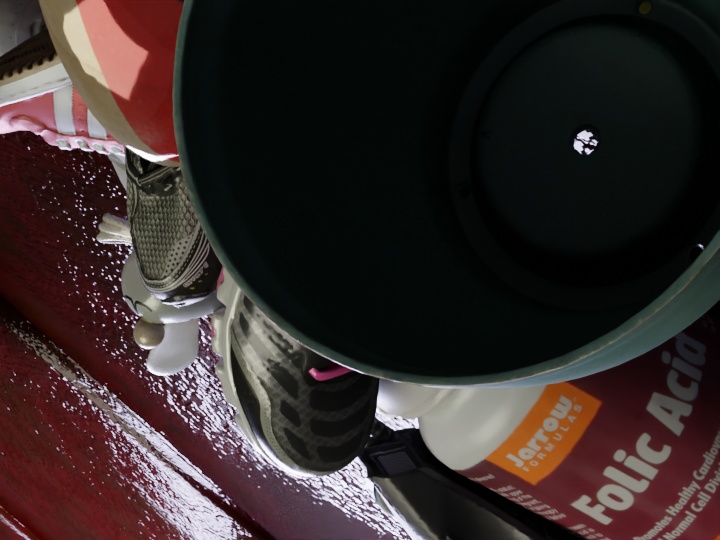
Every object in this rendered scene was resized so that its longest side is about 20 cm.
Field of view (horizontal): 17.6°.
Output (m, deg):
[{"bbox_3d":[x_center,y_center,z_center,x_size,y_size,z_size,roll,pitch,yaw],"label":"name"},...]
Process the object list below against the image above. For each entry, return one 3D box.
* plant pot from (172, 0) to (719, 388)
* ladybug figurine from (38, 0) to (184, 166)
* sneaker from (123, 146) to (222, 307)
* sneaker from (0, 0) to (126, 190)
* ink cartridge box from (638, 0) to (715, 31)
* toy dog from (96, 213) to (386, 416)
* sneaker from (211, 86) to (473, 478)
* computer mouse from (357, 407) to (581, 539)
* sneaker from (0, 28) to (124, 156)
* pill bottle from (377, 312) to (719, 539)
[{"bbox_3d":[0.057,-0.054,0.746,0.199,0.201,0.134,26,-179,26],"label":"plant pot"},{"bbox_3d":[-0.061,-0.134,0.886,0.072,0.135,0.202,3,106,44],"label":"ladybug figurine"},{"bbox_3d":[-0.089,-0.084,0.966,0.078,0.202,0.085,-13,172,39],"label":"sneaker"},{"bbox_3d":[-0.120,-0.101,1.161,0.199,0.078,0.099,34,152,-13],"label":"sneaker"},{"bbox_3d":[0.131,-0.094,0.822,0.197,0.047,0.200,2,136,53],"label":"ink cartridge box"},{"bbox_3d":[-0.057,0.050,1.232,0.199,0.097,0.132,21,178,-27],"label":"toy dog"},{"bbox_3d":[0.000,0.000,0.882,0.087,0.073,0.201,30,123,39],"label":"sneaker"},{"bbox_3d":[0.028,0.097,1.043,0.199,0.046,0.140,30,-171,-13],"label":"computer mouse"},{"bbox_3d":[-0.096,-0.068,1.085,0.199,0.071,0.113,-13,115,34],"label":"sneaker"},{"bbox_3d":[0.096,0.052,1.000,0.199,0.115,0.114,29,160,-17],"label":"pill bottle"}]
